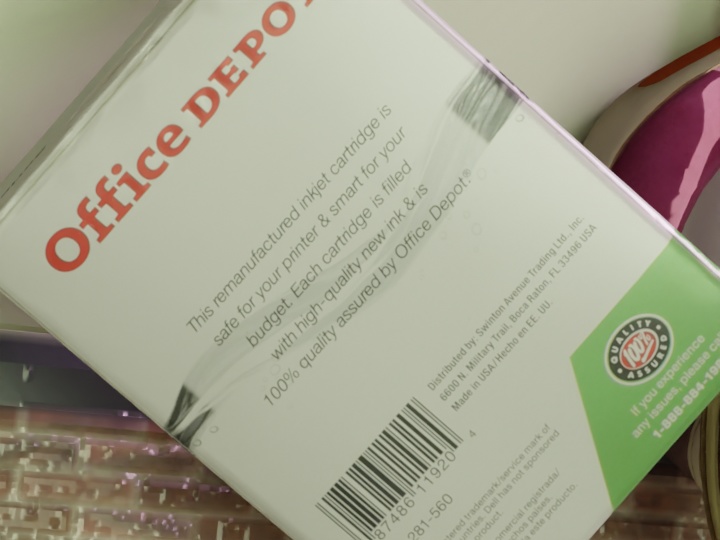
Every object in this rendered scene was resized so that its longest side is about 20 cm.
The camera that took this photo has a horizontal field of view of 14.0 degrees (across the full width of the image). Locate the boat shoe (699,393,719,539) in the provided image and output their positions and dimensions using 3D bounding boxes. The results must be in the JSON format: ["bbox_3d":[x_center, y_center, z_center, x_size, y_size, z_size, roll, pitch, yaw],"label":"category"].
[{"bbox_3d":[0.161,0.018,0.942,0.072,0.068,0.201,13,87,-21],"label":"boat shoe"}]

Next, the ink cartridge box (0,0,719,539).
[{"bbox_3d":[0.000,0.000,0.887,0.200,0.084,0.146,42,92,-12],"label":"ink cartridge box"}]

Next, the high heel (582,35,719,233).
[{"bbox_3d":[0.105,-0.010,0.987,0.200,0.067,0.096,-35,96,-8],"label":"high heel"}]

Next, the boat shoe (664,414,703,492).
[{"bbox_3d":[0.188,0.023,1.033,0.200,0.065,0.072,-26,124,-22],"label":"boat shoe"}]
